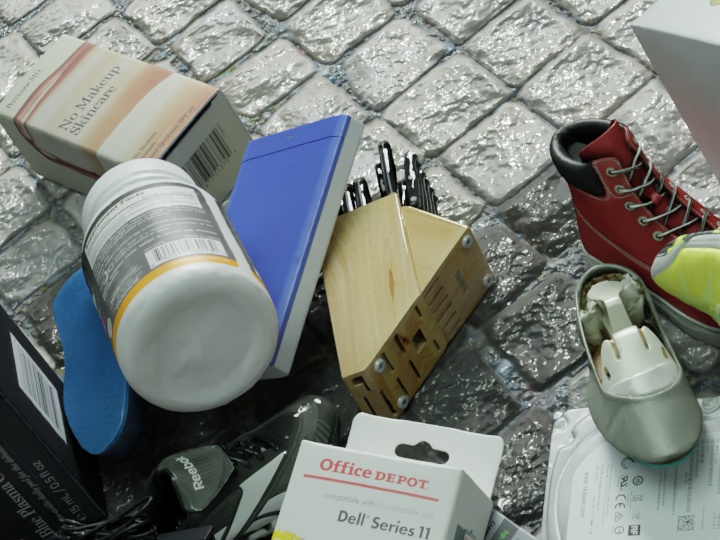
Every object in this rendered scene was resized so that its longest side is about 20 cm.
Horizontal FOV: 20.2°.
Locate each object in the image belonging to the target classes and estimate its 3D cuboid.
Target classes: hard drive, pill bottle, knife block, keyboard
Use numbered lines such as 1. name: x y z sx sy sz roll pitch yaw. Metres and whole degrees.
1. hard drive: -0.070 -0.013 1.510 0.131 0.025 0.201 -11 56 52
2. pill bottle: -0.137 0.004 1.456 0.116 0.117 0.200 -31 34 -1
3. knife block: 0.000 0.000 1.497 0.175 0.064 0.201 18 62 38
4. keyboard: -0.174 0.213 1.348 0.199 0.105 0.040 -16 9 33
5. hard drive: 0.213 0.145 1.280 0.198 0.038 0.141 -6 50 22

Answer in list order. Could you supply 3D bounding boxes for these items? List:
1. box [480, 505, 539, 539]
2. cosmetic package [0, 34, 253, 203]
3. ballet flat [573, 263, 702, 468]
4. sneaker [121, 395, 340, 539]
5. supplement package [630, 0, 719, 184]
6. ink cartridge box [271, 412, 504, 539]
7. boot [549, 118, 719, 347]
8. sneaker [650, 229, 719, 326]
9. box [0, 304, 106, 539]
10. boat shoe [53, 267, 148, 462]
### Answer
1. box: 0.088 0.244 1.230 0.200 0.041 0.156 30 85 43
2. cosmetic package: -0.195 -0.114 1.680 0.199 0.087 0.104 20 64 38
3. ballet flat: 0.172 0.055 1.317 0.067 0.064 0.200 -17 25 3
4. sneaker: -0.095 0.150 1.396 0.200 0.091 0.066 -43 47 -12
5. supplement package: 0.303 -0.124 1.346 0.111 0.156 0.200 -41 27 -12
6. ink cartridge box: 0.007 0.177 1.241 0.116 0.067 0.201 7 69 26
7. boot: 0.214 -0.030 1.356 0.199 0.145 0.072 27 65 39
8. sneaker: 0.267 0.035 1.262 0.199 0.075 0.077 21 76 29
9. box: -0.318 0.126 1.457 0.199 0.197 0.118 -25 46 6
10. boat shoe: -0.178 0.069 1.517 0.084 0.069 0.201 -39 37 21
